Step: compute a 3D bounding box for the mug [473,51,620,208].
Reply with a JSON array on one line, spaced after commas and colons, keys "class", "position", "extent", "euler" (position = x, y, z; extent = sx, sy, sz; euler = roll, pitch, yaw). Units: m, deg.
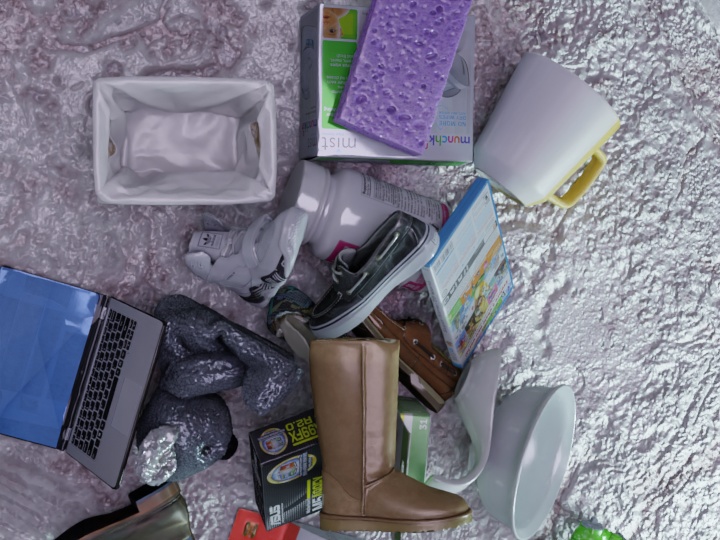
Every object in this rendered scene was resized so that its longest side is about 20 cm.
[{"class": "mug", "position": [0.234, -0.154, 1.239], "extent": [0.186, 0.149, 0.154], "euler": [37, 92, -9]}]

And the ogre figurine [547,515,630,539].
[{"class": "ogre figurine", "position": [0.293, 0.415, 1.327], "extent": [0.199, 0.098, 0.120], "euler": [-33, 115, 0]}]

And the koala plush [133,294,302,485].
[{"class": "koala plush", "position": [-0.190, 0.150, 1.132], "extent": [0.182, 0.177, 0.202], "euler": [30, 87, -4]}]

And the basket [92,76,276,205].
[{"class": "basket", "position": [-0.202, -0.144, 1.118], "extent": [0.197, 0.123, 0.138], "euler": [-2, 95, -17]}]

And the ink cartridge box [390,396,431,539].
[{"class": "ink cartridge box", "position": [0.058, 0.243, 1.187], "extent": [0.047, 0.200, 0.148], "euler": [4, 94, -8]}]

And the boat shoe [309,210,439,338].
[{"class": "boat shoe", "position": [0.000, 0.000, 1.127], "extent": [0.071, 0.072, 0.200], "euler": [37, 116, -22]}]

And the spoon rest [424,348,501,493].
[{"class": "spoon rest", "position": [0.136, 0.185, 1.207], "extent": [0.060, 0.100, 0.201], "euler": [26, 59, -1]}]

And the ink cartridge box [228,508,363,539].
[{"class": "ink cartridge box", "position": [-0.082, 0.405, 1.241], "extent": [0.198, 0.057, 0.164], "euler": [20, 89, -22]}]

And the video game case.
[{"class": "video game case", "position": [0.134, 0.006, 1.205], "extent": [0.144, 0.018, 0.201], "euler": [-54, 144, -27]}]

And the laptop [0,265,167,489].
[{"class": "laptop", "position": [-0.335, 0.115, 1.097], "extent": [0.115, 0.199, 0.190], "euler": [16, 91, -43]}]

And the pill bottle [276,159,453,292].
[{"class": "pill bottle", "position": [0.005, -0.055, 1.191], "extent": [0.198, 0.113, 0.115], "euler": [19, 90, -16]}]

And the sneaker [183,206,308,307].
[{"class": "sneaker", "position": [-0.134, -0.026, 1.119], "extent": [0.114, 0.200, 0.076], "euler": [23, 62, -10]}]

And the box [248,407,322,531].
[{"class": "box", "position": [-0.048, 0.226, 1.167], "extent": [0.158, 0.201, 0.045], "euler": [-18, 57, -16]}]

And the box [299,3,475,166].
[{"class": "box", "position": [0.030, -0.218, 1.195], "extent": [0.197, 0.097, 0.179], "euler": [1, 92, -17]}]

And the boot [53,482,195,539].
[{"class": "boot", "position": [-0.287, 0.332, 1.160], "extent": [0.198, 0.075, 0.098], "euler": [-28, 99, -14]}]

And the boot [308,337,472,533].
[{"class": "boot", "position": [0.032, 0.173, 1.051], "extent": [0.173, 0.066, 0.203], "euler": [0, 87, -4]}]

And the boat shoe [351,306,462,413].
[{"class": "boat shoe", "position": [0.053, 0.089, 1.246], "extent": [0.068, 0.072, 0.200], "euler": [-47, 115, -12]}]

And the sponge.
[{"class": "sponge", "position": [0.050, -0.246, 1.134], "extent": [0.110, 0.030, 0.202], "euler": [19, 87, -17]}]

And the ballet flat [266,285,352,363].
[{"class": "ballet flat", "position": [-0.040, 0.105, 1.212], "extent": [0.199, 0.074, 0.074], "euler": [40, 84, -10]}]

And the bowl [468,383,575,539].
[{"class": "bowl", "position": [0.199, 0.233, 1.265], "extent": [0.201, 0.090, 0.204], "euler": [-32, 129, -51]}]
